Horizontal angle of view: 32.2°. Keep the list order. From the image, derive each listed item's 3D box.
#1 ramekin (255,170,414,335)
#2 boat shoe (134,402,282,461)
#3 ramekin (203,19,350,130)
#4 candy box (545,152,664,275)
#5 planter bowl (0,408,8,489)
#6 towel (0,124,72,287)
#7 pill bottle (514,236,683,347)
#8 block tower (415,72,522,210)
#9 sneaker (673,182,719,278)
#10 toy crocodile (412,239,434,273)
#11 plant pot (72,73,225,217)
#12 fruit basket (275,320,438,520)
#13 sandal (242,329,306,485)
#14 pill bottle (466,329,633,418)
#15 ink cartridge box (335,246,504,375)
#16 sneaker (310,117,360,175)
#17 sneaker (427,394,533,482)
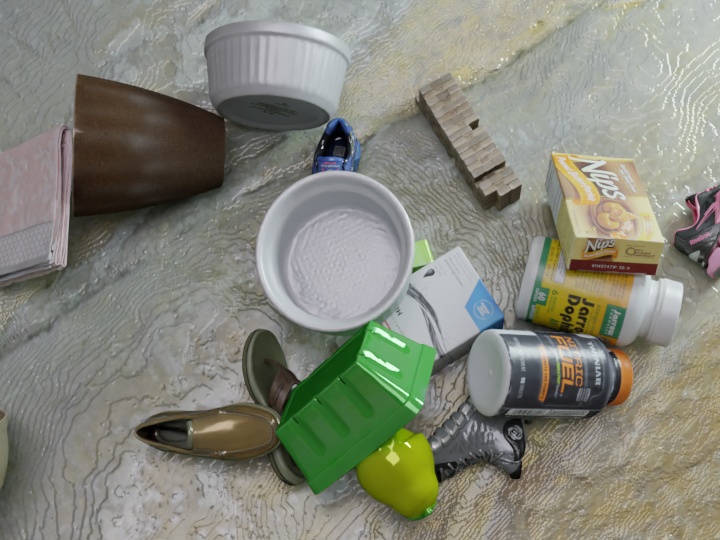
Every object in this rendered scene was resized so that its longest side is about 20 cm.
[{"bbox_3d":[-0.026,-0.014,1.566,0.197,0.098,0.203,-2,76,8],"label":"ramekin"},{"bbox_3d":[-0.191,0.205,1.553,0.198,0.076,0.073,-8,83,25],"label":"boat shoe"},{"bbox_3d":[-0.114,-0.255,1.675,0.199,0.202,0.096,2,79,4],"label":"ramekin"},{"bbox_3d":[0.309,-0.075,1.602,0.114,0.056,0.201,4,35,-5],"label":"candy box"},{"bbox_3d":[-0.527,0.261,1.542,0.197,0.200,0.137,-7,98,1],"label":"planter bowl"},{"bbox_3d":[-0.454,-0.079,1.659,0.198,0.032,0.194,-14,69,39],"label":"towel"},{"bbox_3d":[0.305,0.032,1.598,0.197,0.113,0.114,15,73,7],"label":"pill bottle"},{"bbox_3d":[0.146,-0.177,1.706,0.054,0.058,0.201,-29,71,-7],"label":"block tower"},{"bbox_3d":[0.483,-0.092,1.657,0.095,0.079,0.201,28,74,23],"label":"sneaker"},{"bbox_3d":[0.000,0.000,1.652,0.197,0.062,0.068,-13,71,-2],"label":"toy crocodile"},{"bbox_3d":[-0.283,-0.164,1.676,0.197,0.187,0.190,1,71,-11],"label":"plant pot"},{"bbox_3d":[0.024,0.195,1.501,0.213,0.218,0.156,11,32,7],"label":"fruit basket"},{"bbox_3d":[-0.094,0.170,1.589,0.057,0.079,0.203,-25,77,32],"label":"sandal"},{"bbox_3d":[0.240,0.130,1.549,0.197,0.106,0.108,4,69,-25],"label":"pill bottle"},{"bbox_3d":[0.074,0.074,1.620,0.199,0.068,0.117,-31,72,-7],"label":"ink cartridge box"},{"bbox_3d":[-0.043,-0.117,1.675,0.074,0.079,0.203,2,64,5],"label":"sneaker"},{"bbox_3d":[0.142,0.236,1.561,0.115,0.075,0.200,41,77,12],"label":"sneaker"}]
